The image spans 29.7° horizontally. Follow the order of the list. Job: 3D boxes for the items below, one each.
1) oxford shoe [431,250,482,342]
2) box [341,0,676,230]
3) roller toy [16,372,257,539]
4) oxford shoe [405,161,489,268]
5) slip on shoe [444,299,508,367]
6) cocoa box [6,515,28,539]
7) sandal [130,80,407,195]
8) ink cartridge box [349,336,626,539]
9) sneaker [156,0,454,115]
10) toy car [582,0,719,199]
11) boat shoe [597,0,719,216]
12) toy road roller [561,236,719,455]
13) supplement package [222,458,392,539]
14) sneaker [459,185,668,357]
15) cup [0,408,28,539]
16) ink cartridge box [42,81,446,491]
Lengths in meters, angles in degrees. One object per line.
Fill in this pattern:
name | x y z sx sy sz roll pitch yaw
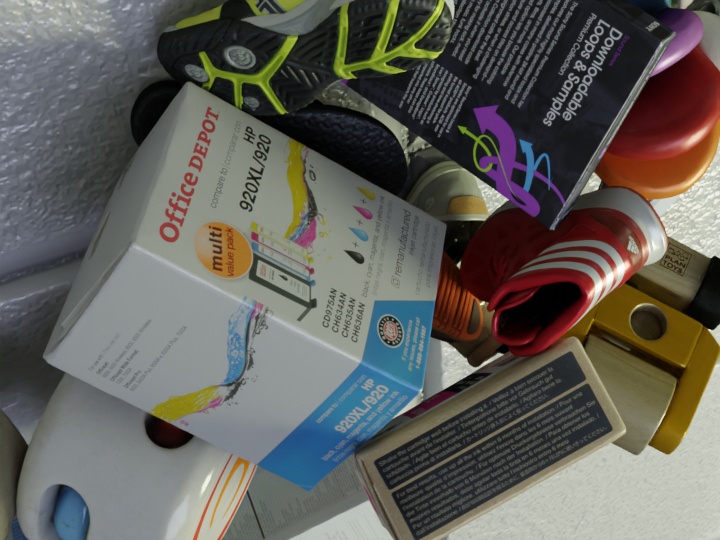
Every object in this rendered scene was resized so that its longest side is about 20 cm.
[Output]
oxford shoe | 0.000 0.000 1.003 0.199 0.072 0.073 32 138 -13
box | 0.076 -0.138 0.843 0.036 0.200 0.144 -34 157 -52
roller toy | -0.154 0.127 0.973 0.182 0.139 0.201 27 87 -83
oxford shoe | 0.045 0.006 1.071 0.075 0.058 0.201 0 134 -30
slip on shoe | 0.128 0.044 1.114 0.076 0.061 0.200 -41 159 21
cocoa box | -0.235 0.264 1.126 0.133 0.132 0.200 -28 140 3
sandal | -0.058 -0.094 0.928 0.198 0.045 0.075 13 122 -19
ink cartridge box | 0.077 0.116 0.938 0.164 0.076 0.200 -28 177 -5
sneaker | -0.032 -0.152 0.831 0.198 0.077 0.076 -7 142 23
toy car | 0.172 -0.138 0.894 0.174 0.150 0.201 -27 114 1
boat shoe | 0.229 -0.121 1.041 0.071 0.072 0.201 18 111 -31
toy road roller | 0.224 0.062 1.137 0.201 0.122 0.146 -61 174 -25
supplement package | -0.069 0.218 1.185 0.199 0.114 0.110 -26 139 0
sneaker | 0.102 0.004 0.912 0.115 0.079 0.200 -36 -175 -29
cup | -0.313 0.142 0.937 0.143 0.200 0.201 -44 145 -24
ink cartridge box | -0.071 0.012 0.869 0.199 0.148 0.145 28 136 -17
